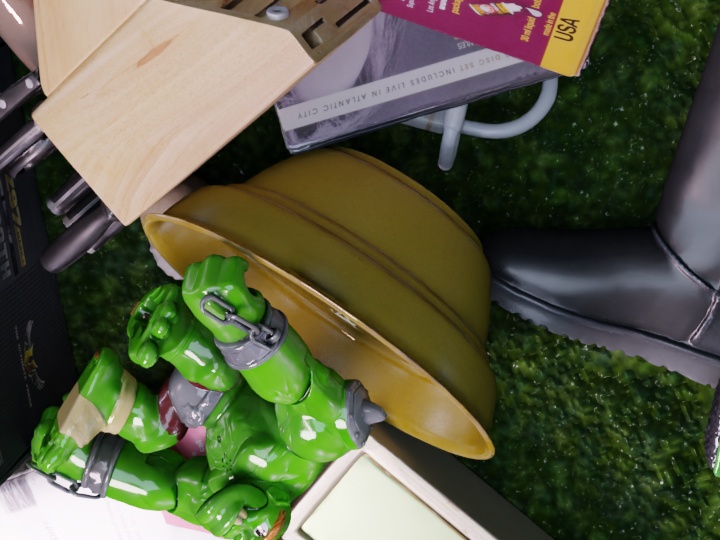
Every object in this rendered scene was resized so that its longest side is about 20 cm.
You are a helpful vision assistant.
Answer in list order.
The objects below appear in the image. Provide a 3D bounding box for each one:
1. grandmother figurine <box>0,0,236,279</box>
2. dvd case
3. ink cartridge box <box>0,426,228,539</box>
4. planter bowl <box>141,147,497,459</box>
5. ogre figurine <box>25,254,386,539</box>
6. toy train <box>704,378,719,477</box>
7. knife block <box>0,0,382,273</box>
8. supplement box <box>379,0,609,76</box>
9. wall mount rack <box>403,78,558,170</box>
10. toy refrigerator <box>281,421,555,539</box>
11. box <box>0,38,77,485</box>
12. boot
[{"bbox_3d":[-0.125,-0.082,1.138,0.121,0.061,0.201,-9,118,55],"label":"grandmother figurine"},{"bbox_3d":[0.009,-0.169,1.075,0.148,0.016,0.201,-16,78,-3],"label":"dvd case"},{"bbox_3d":[-0.136,0.156,1.195,0.199,0.083,0.148,-18,101,11],"label":"ink cartridge box"},{"bbox_3d":[0.000,0.000,1.080,0.200,0.200,0.084,34,78,-1],"label":"planter bowl"},{"bbox_3d":[-0.069,0.068,1.064,0.119,0.098,0.200,30,121,-15],"label":"ogre figurine"},{"bbox_3d":[0.204,0.012,1.087,0.056,0.042,0.202,7,111,1],"label":"toy train"},{"bbox_3d":[-0.089,-0.064,1.048,0.199,0.064,0.177,15,126,25],"label":"knife block"},{"bbox_3d":[0.029,-0.189,1.012,0.199,0.103,0.132,20,71,2],"label":"supplement box"},{"bbox_3d":[0.009,-0.147,1.111,0.198,0.075,0.175,14,74,3],"label":"wall mount rack"},{"bbox_3d":[0.058,0.163,1.178,0.200,0.070,0.076,40,105,-3],"label":"toy refrigerator"},{"bbox_3d":[-0.199,-0.005,1.126,0.051,0.158,0.202,-8,102,10],"label":"box"},{"bbox_3d":[0.159,-0.057,1.108,0.164,0.066,0.201,18,111,-10],"label":"boot"}]
